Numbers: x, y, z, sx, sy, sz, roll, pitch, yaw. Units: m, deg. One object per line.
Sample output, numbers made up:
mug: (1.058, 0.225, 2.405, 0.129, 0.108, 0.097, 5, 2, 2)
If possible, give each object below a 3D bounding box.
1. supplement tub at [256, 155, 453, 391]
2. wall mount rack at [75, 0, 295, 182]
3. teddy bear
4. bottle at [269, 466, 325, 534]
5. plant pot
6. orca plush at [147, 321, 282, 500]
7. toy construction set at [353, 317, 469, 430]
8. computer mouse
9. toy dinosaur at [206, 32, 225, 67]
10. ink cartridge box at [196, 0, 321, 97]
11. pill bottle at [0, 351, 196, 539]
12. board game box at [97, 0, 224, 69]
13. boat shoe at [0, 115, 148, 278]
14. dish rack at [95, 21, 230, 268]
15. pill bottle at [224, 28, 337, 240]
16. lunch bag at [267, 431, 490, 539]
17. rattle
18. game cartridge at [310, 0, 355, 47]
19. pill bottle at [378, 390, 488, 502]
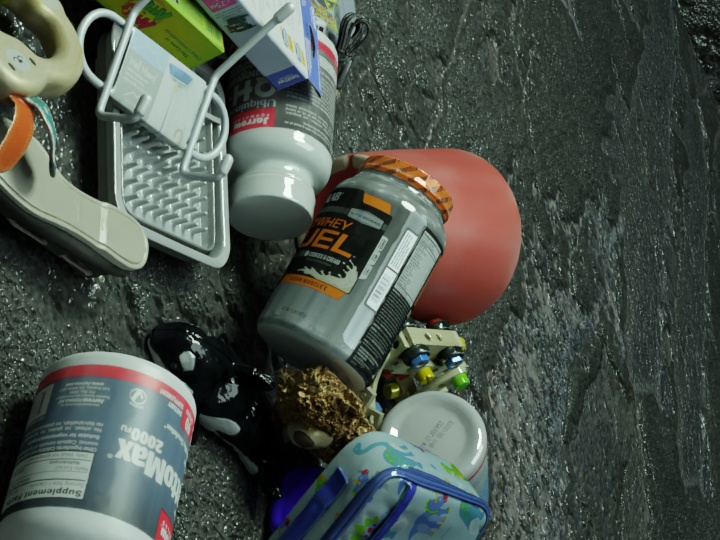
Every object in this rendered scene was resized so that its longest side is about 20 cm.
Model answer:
supplement tub: (0.000, 0.000, 1.372, 0.123, 0.123, 0.200, 48, 64, -44)
wall mount rack: (-0.140, -0.176, 1.233, 0.200, 0.075, 0.174, 36, 66, -51)
teddy bear: (-0.027, 0.156, 1.373, 0.145, 0.067, 0.200, 44, -11, 10)
bottle: (-0.013, 0.269, 1.414, 0.200, 0.065, 0.084, 53, 38, -40)
plant pot: (0.040, -0.042, 1.557, 0.177, 0.200, 0.201, 5, 72, -52)
orca plush: (-0.106, 0.118, 1.293, 0.200, 0.071, 0.105, 66, 27, -21)
toy construction set: (0.042, 0.111, 1.559, 0.092, 0.131, 0.200, 55, 29, 11)
computer mouse: (-0.070, -0.245, 1.555, 0.200, 0.044, 0.110, 16, 103, -57)
toy dinosaur: (-0.146, -0.261, 1.435, 0.088, 0.047, 0.200, 62, 31, -41)
ink cartridge box: (-0.098, -0.249, 1.342, 0.200, 0.042, 0.119, 42, 33, -50)
pill bottle: (-0.190, 0.170, 1.044, 0.120, 0.120, 0.200, 50, 36, -42)
board game box: (-0.194, -0.264, 1.245, 0.200, 0.048, 0.102, 39, 35, -50)
boat shoe: (-0.246, -0.048, 1.127, 0.200, 0.057, 0.067, 41, 39, -43)
dish rack: (-0.179, -0.107, 1.292, 0.172, 0.044, 0.200, 28, 53, -58)
pill bottle: (-0.080, -0.133, 1.425, 0.111, 0.111, 0.200, 44, 40, -48)
lunch bag: (0.003, 0.246, 1.300, 0.161, 0.200, 0.082, 31, 13, -39)
rattle: (-0.224, -0.180, 1.077, 0.130, 0.143, 0.200, 50, 16, -43)
game cartridge: (-0.061, -0.315, 1.644, 0.200, 0.041, 0.133, 17, 66, -61)
pill bottle: (0.078, 0.216, 1.525, 0.200, 0.109, 0.109, 81, 12, -56)
